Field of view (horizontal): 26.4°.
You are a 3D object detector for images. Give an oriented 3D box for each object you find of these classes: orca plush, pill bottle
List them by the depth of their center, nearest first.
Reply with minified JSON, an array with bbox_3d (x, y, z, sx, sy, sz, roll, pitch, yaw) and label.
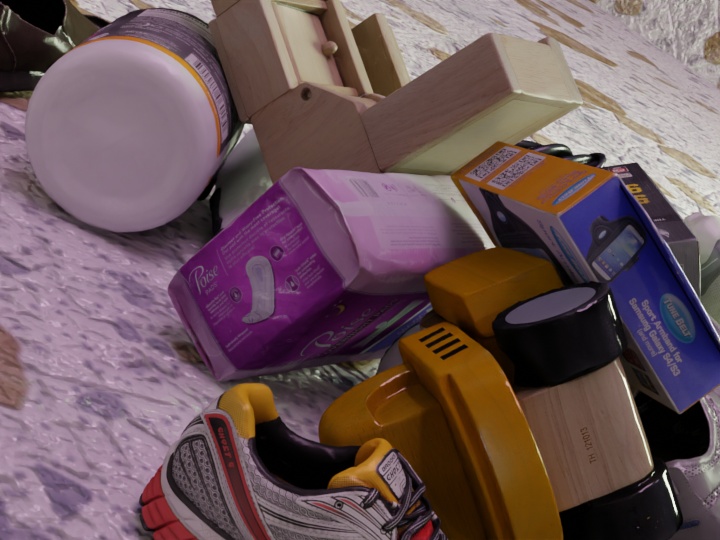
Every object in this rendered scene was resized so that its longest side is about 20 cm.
[{"bbox_3d":[-0.133,-0.104,0.982,0.116,0.117,0.200,28,18,-4],"label":"pill bottle"},{"bbox_3d":[-0.049,-0.043,1.020,0.071,0.105,0.200,56,5,-22],"label":"orca plush"}]

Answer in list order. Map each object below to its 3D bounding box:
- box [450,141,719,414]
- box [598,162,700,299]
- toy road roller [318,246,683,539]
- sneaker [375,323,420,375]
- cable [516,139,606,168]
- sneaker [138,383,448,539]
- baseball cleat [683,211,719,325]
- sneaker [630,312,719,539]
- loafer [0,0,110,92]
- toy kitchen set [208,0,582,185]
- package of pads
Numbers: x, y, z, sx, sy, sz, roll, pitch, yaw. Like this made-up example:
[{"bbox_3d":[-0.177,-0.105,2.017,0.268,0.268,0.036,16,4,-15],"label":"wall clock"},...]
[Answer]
[{"bbox_3d":[0.117,0.000,0.789,0.119,0.041,0.200,56,-4,-15],"label":"box"},{"bbox_3d":[0.116,-0.015,1.059,0.199,0.048,0.158,-8,22,-1],"label":"box"},{"bbox_3d":[0.051,0.075,0.747,0.146,0.123,0.200,-20,11,-7],"label":"toy road roller"},{"bbox_3d":[0.103,0.078,0.927,0.200,0.075,0.081,0,42,-38],"label":"sneaker"},{"bbox_3d":[0.092,-0.078,1.187,0.200,0.051,0.163,-6,-19,33],"label":"cable"},{"bbox_3d":[0.006,0.120,0.640,0.200,0.082,0.078,31,18,3],"label":"sneaker"},{"bbox_3d":[0.233,0.032,1.159,0.107,0.070,0.200,61,-18,13],"label":"baseball cleat"},{"bbox_3d":[0.175,0.070,0.829,0.200,0.075,0.082,-86,154,-55],"label":"sneaker"},{"bbox_3d":[-0.220,-0.168,1.090,0.073,0.071,0.200,33,19,12],"label":"loafer"},{"bbox_3d":[0.033,-0.149,0.959,0.163,0.180,0.200,-1,67,-53],"label":"toy kitchen set"},{"bbox_3d":[0.000,0.000,0.874,0.200,0.120,0.076,-2,57,-57],"label":"package of pads"}]
